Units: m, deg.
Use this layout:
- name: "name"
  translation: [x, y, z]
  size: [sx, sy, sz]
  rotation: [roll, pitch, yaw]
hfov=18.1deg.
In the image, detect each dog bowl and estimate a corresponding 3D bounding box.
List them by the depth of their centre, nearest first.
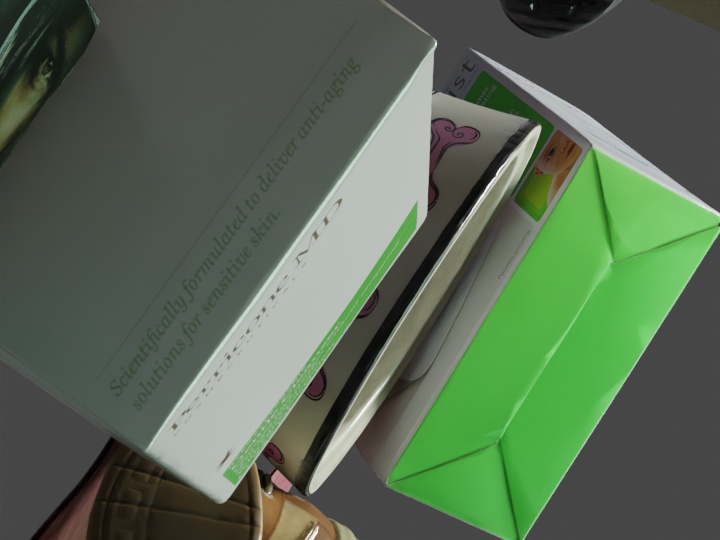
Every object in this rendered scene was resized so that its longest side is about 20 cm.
- name: "dog bowl"
  translation: [0.000, 0.000, 1.031]
  size: [0.201, 0.074, 0.200]
  rotation: [-57, 174, -9]

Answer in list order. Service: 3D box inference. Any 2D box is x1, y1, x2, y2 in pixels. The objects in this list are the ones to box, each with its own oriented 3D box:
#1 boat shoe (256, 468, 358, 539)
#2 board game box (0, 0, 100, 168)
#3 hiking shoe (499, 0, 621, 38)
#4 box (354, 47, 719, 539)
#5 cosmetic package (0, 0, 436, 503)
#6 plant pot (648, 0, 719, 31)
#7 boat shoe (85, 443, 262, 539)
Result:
- name: "boat shoe"
  translation: [-0.064, 0.118, 1.051]
  size: [0.076, 0.074, 0.200]
  rotation: [-52, -162, -17]
- name: "board game box"
  translation: [-0.098, -0.017, 0.338]
  size: [0.136, 0.028, 0.200]
  rotation: [-56, 174, -7]
- name: "hiking shoe"
  translation: [0.134, -0.200, 1.074]
  size: [0.201, 0.076, 0.101]
  rotation: [-60, 170, 16]
- name: "box"
  translation: [0.071, 0.010, 1.189]
  size: [0.201, 0.096, 0.177]
  rotation: [-58, -152, 10]
- name: "cosmetic package"
  translation: [-0.044, -0.013, 0.544]
  size: [0.108, 0.085, 0.200]
  rotation: [-54, 175, -5]
- name: "plant pot"
  translation: [0.172, -0.214, 0.821]
  size: [0.200, 0.199, 0.178]
  rotation: [-53, 162, -37]
- name: "boat shoe"
  translation: [-0.084, 0.149, 0.915]
  size: [0.067, 0.074, 0.201]
  rotation: [114, -13, -52]
